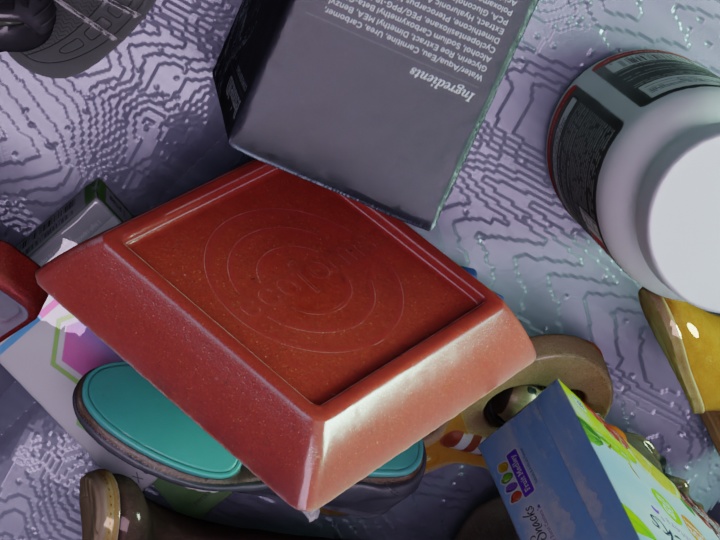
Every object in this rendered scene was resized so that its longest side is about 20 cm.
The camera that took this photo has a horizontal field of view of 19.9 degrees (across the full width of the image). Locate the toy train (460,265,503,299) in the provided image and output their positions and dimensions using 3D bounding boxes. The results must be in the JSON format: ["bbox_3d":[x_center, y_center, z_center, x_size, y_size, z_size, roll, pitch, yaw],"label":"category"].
[{"bbox_3d":[0.000,0.000,1.189,0.199,0.034,0.046,19,91,-12],"label":"toy train"}]

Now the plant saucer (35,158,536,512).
[{"bbox_3d":[-0.032,0.012,1.069,0.200,0.199,0.037,38,132,22],"label":"plant saucer"}]

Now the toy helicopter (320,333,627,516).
[{"bbox_3d":[0.049,0.091,1.183,0.199,0.079,0.132,-26,140,18],"label":"toy helicopter"}]

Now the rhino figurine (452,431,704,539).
[{"bbox_3d":[0.106,0.168,1.233,0.199,0.060,0.088,-31,111,3],"label":"rhino figurine"}]

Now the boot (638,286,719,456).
[{"bbox_3d":[0.249,0.036,1.180,0.144,0.071,0.201,-29,141,8],"label":"boot"}]

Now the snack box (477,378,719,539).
[{"bbox_3d":[0.166,0.177,1.108,0.068,0.169,0.200,-41,123,14],"label":"snack box"}]

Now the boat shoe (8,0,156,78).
[{"bbox_3d":[-0.130,-0.198,1.107,0.074,0.065,0.203,24,105,-15],"label":"boat shoe"}]

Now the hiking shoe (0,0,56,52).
[{"bbox_3d":[-0.246,-0.114,1.095,0.199,0.076,0.101,-1,125,19],"label":"hiking shoe"}]

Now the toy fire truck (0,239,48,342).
[{"bbox_3d":[-0.279,0.008,1.089,0.168,0.112,0.200,39,134,-21],"label":"toy fire truck"}]

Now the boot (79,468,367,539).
[{"bbox_3d":[-0.073,0.156,1.154,0.165,0.200,0.073,-4,65,-5],"label":"boot"}]

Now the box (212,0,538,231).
[{"bbox_3d":[0.014,-0.152,1.063,0.117,0.197,0.201,21,102,-12],"label":"box"}]

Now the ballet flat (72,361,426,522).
[{"bbox_3d":[-0.064,0.100,1.126,0.199,0.073,0.073,11,103,-11],"label":"ballet flat"}]

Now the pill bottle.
[{"bbox_3d":[0.175,-0.049,1.110,0.115,0.200,0.117,-2,106,-6],"label":"pill bottle"}]

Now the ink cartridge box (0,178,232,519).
[{"bbox_3d":[-0.123,0.057,1.172,0.104,0.059,0.200,-40,106,4],"label":"ink cartridge box"}]
